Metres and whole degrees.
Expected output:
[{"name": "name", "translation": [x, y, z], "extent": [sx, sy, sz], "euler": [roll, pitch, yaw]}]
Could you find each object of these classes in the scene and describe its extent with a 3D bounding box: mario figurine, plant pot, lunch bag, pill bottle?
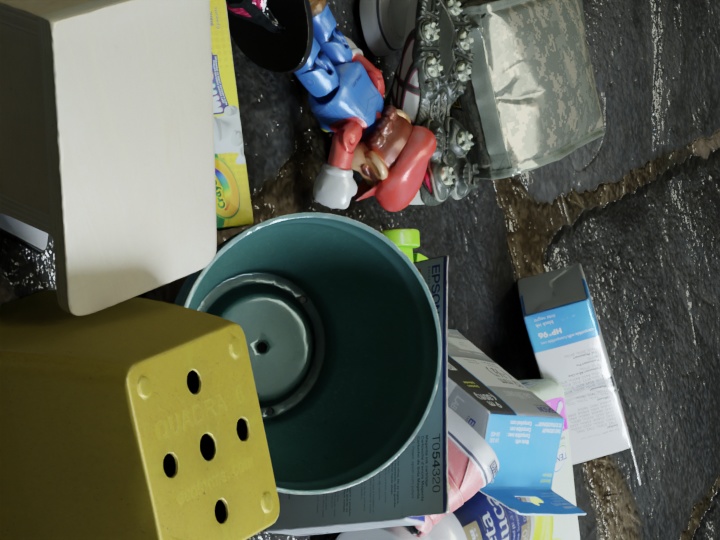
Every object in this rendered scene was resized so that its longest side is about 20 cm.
[{"name": "mario figurine", "translation": [-0.023, -0.128, 1.824], "extent": [0.123, 0.106, 0.200], "euler": [-41, 114, -13]}, {"name": "plant pot", "translation": [-0.168, 0.120, 1.399], "extent": [0.200, 0.176, 0.200], "euler": [-22, 103, -59]}, {"name": "lunch bag", "translation": [0.140, -0.180, 2.045], "extent": [0.200, 0.118, 0.164], "euler": [-28, 109, -63]}, {"name": "plant pot", "translation": [-0.058, 0.058, 1.602], "extent": [0.200, 0.134, 0.200], "euler": [0, 90, -21]}, {"name": "pill bottle", "translation": [0.057, 0.227, 1.821], "extent": [0.200, 0.111, 0.111], "euler": [-17, 98, -59]}]

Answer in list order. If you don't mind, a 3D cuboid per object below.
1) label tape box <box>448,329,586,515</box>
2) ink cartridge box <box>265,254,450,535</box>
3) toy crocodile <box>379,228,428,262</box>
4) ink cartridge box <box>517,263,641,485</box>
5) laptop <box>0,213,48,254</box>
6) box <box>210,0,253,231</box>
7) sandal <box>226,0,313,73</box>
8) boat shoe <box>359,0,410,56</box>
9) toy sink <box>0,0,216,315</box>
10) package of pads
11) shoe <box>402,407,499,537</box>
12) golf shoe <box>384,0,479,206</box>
[{"name": "label tape box", "translation": [0.103, 0.125, 1.845], "extent": [0.143, 0.200, 0.066], "euler": [10, 114, -59]}, {"name": "ink cartridge box", "translation": [0.006, 0.100, 1.676], "extent": [0.043, 0.200, 0.196], "euler": [13, 73, -45]}, {"name": "toy crocodile", "translation": [0.000, 0.000, 1.834], "extent": [0.200, 0.062, 0.068], "euler": [1, 83, -55]}, {"name": "ink cartridge box", "translation": [0.212, 0.108, 2.114], "extent": [0.116, 0.068, 0.200], "euler": [-85, 158, -72]}, {"name": "laptop", "translation": [-0.214, -0.140, 1.436], "extent": [0.187, 0.116, 0.200], "euler": [32, 57, -52]}, {"name": "box", "translation": [-0.127, -0.126, 1.581], "extent": [0.048, 0.117, 0.200], "euler": [-5, 89, -22]}, {"name": "sandal", "translation": [-0.095, -0.246, 1.707], "extent": [0.045, 0.075, 0.200], "euler": [-27, 99, -61]}, {"name": "boat shoe", "translation": [0.060, -0.264, 1.975], "extent": [0.200, 0.066, 0.072], "euler": [-56, 131, -48]}, {"name": "toy sink", "translation": [-0.178, -0.092, 1.408], "extent": [0.130, 0.112, 0.200], "euler": [-24, 123, -40]}, {"name": "package of pads", "translation": [0.140, 0.206, 2.009], "extent": [0.154, 0.068, 0.200], "euler": [-11, 95, -59]}, {"name": "shoe", "translation": [0.010, 0.124, 1.743], "extent": [0.091, 0.200, 0.071], "euler": [-41, 155, -21]}, {"name": "golf shoe", "translation": [0.049, -0.156, 1.907], "extent": [0.077, 0.088, 0.200], "euler": [8, 80, -49]}]
